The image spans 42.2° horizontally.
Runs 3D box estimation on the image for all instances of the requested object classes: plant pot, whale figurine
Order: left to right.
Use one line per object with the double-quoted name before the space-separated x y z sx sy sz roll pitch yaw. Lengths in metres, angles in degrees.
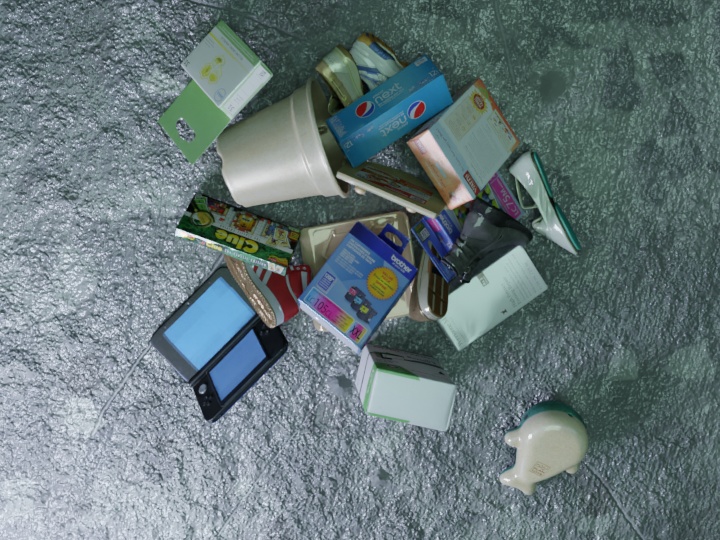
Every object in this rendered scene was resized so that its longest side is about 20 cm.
"plant pot" -0.132 -0.194 1.547 0.180 0.201 0.204 -16 102 10
"whale figurine" 0.335 0.326 1.732 0.157 0.105 0.202 23 122 -9

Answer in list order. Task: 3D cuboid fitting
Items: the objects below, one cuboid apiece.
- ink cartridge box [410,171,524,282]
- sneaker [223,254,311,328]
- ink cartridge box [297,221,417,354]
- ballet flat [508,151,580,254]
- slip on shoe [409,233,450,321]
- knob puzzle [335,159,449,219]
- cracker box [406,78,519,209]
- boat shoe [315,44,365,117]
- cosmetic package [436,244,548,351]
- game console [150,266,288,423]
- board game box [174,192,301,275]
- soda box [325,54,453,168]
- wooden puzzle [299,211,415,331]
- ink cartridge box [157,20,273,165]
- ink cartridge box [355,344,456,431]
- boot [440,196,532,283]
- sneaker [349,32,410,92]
"ink cartridge box" 0.188 -0.087 1.613 0.199 0.042 0.120 -41 103 -24
"sneaker" -0.158 -0.005 1.626 0.111 0.071 0.202 -24 73 -30
"ink cartridge box" 0.005 0.017 1.569 0.136 0.076 0.201 37 77 4
"ballet flat" 0.323 -0.112 1.658 0.068 0.069 0.203 -27 98 1
"slip on shoe" 0.127 -0.004 1.629 0.075 0.060 0.204 24 62 -32
"knob puzzle" 0.056 -0.135 1.552 0.215 0.220 0.031 18 109 -8
"cracker box" 0.174 -0.212 1.548 0.057 0.200 0.135 -22 108 44
"boat shoe" -0.025 -0.278 1.553 0.066 0.074 0.202 -32 132 -9
"cosmetic package" 0.223 0.043 1.668 0.199 0.074 0.102 -36 101 1
"game console" -0.249 0.129 1.625 0.200 0.171 0.118 -45 128 5
"board game box" -0.206 -0.063 1.587 0.196 0.106 0.024 20 134 -2
"soda box" 0.047 -0.258 1.511 0.198 0.065 0.068 -33 141 1
"wooden puzzle" 0.000 0.000 1.657 0.195 0.046 0.189 -9 101 2
"ink cartridge box" -0.252 -0.294 1.533 0.200 0.146 0.048 -45 144 4
"ink cartridge box" 0.074 0.199 1.621 0.143 0.200 0.086 13 97 -8
"boot" 0.206 -0.040 1.558 0.199 0.070 0.133 20 104 -53
"sneaker" 0.057 -0.314 1.596 0.199 0.076 0.088 38 114 -10
